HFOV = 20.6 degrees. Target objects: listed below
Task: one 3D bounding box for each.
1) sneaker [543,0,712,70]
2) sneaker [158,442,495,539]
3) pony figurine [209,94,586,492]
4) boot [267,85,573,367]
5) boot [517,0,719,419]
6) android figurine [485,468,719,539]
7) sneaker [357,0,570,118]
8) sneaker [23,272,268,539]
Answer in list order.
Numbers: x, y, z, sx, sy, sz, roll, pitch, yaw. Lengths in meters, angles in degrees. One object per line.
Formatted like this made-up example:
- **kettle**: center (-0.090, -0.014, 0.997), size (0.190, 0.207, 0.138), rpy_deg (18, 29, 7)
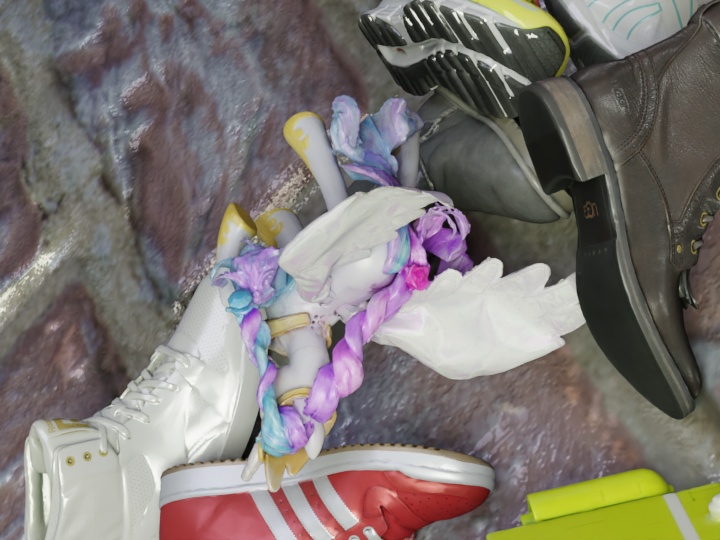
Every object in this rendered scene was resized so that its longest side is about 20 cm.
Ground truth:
- **sneaker**: center (0.170, -0.129, 1.107), size (0.080, 0.071, 0.200), rpy_deg (-36, 40, -8)
- **sneaker**: center (-0.021, 0.156, 1.051), size (0.198, 0.071, 0.113), rpy_deg (-9, 65, 26)
- **pony figurine**: center (0.000, 0.000, 1.039), size (0.193, 0.166, 0.201), rpy_deg (-35, 40, 26)
- **boot**: center (0.020, -0.012, 1.146), size (0.200, 0.073, 0.182), rpy_deg (-42, 25, 0)
- **boot**: center (0.184, -0.045, 0.985), size (0.173, 0.201, 0.069), rpy_deg (-23, 10, -15)
- **android figurine**: center (0.124, 0.137, 0.868), size (0.198, 0.041, 0.182), rpy_deg (-14, 16, 3)
- **sneaker**: center (0.071, -0.146, 1.117), size (0.090, 0.078, 0.200), rpy_deg (-38, 24, -11)
- **sneaker**: center (-0.128, 0.086, 1.133), size (0.073, 0.115, 0.202), rpy_deg (11, 84, 58)
